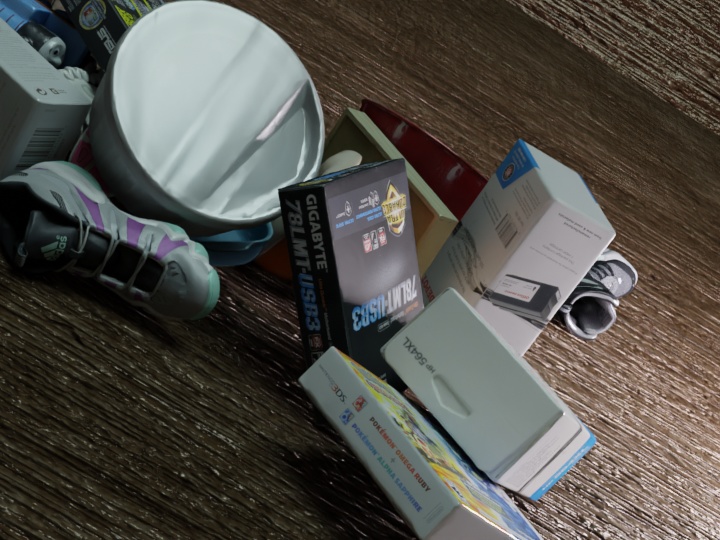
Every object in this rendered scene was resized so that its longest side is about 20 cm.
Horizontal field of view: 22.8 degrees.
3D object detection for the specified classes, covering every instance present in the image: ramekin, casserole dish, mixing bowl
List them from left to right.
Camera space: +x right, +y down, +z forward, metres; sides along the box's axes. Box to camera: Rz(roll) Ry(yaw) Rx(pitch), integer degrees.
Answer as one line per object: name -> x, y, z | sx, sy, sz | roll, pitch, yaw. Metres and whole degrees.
casserole dish -> -0.158, -0.060, 1.612 | 0.121, 0.039, 0.200 | -1, 34, -29
ramekin -> -0.138, -0.120, 1.516 | 0.202, 0.094, 0.203 | 11, 67, -28
mixing bowl -> 0.052, -0.080, 1.887 | 0.200, 0.108, 0.200 | 36, -4, 3

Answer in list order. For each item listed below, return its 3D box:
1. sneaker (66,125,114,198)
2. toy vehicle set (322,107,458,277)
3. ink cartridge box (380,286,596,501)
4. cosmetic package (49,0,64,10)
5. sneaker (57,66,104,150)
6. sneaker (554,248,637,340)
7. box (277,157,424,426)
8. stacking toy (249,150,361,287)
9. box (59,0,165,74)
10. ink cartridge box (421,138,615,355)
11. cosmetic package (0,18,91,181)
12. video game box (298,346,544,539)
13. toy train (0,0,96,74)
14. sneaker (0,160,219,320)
sneaker -> -0.199, -0.123, 1.592 | 0.074, 0.087, 0.200 | 45, 53, -11
toy vehicle set -> 0.008, -0.059, 1.783 | 0.026, 0.124, 0.200 | 16, 26, -42
ink cartridge box -> 0.112, 0.108, 1.500 | 0.146, 0.084, 0.200 | 48, 2, 18
cosmetic package -> -0.381, -0.371, 1.946 | 0.200, 0.103, 0.087 | 35, 18, 9
sneaker -> -0.254, -0.140, 1.650 | 0.081, 0.075, 0.200 | 47, 22, 7
sneaker -> 0.271, 0.030, 2.076 | 0.200, 0.076, 0.114 | 7, 33, -42
box -> 0.000, 0.014, 1.523 | 0.050, 0.199, 0.200 | -7, 6, 22
stacking toy -> 0.000, 0.000, 1.667 | 0.200, 0.146, 0.146 | 47, 18, -8
box -> -0.224, -0.239, 1.729 | 0.160, 0.044, 0.200 | 27, 24, -55
ink cartridge box -> 0.147, -0.007, 1.770 | 0.084, 0.200, 0.145 | 28, 20, -22
cosmetic package -> -0.332, -0.161, 1.517 | 0.200, 0.102, 0.074 | 44, 24, 23
video game box -> 0.059, 0.161, 1.377 | 0.182, 0.047, 0.200 | 46, 5, 38
toy train -> -0.344, -0.241, 1.701 | 0.200, 0.087, 0.114 | 36, 12, 11
sneaker -> -0.218, -0.014, 1.401 | 0.200, 0.078, 0.140 | 30, 19, 18
